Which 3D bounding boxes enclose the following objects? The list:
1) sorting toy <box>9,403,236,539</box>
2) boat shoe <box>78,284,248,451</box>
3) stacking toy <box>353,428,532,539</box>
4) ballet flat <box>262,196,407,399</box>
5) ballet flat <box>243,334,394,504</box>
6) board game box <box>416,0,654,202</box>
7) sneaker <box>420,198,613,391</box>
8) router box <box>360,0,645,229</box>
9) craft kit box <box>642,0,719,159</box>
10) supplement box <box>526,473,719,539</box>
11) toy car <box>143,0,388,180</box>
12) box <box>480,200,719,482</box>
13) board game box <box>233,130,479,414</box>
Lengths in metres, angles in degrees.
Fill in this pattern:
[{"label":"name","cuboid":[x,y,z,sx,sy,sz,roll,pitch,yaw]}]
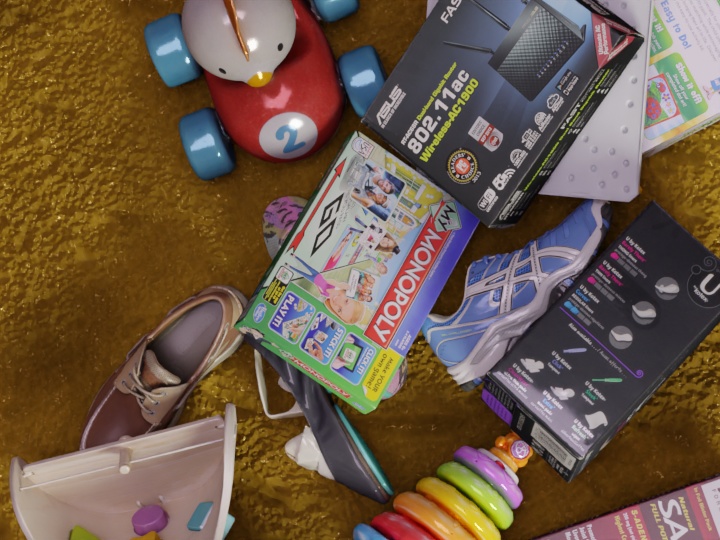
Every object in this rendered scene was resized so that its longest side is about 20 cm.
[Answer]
[{"label":"sorting toy","cuboid":[-0.185,0.224,1.726,0.200,0.107,0.180,-14,38,8]},{"label":"boat shoe","cuboid":[-0.176,0.090,1.798,0.076,0.072,0.200,38,91,10]},{"label":"stacking toy","cuboid":[0.094,0.191,1.747,0.116,0.110,0.200,40,77,8]},{"label":"ballet flat","cuboid":[-0.023,0.020,1.781,0.069,0.071,0.200,-30,81,6]},{"label":"ballet flat","cuboid":[-0.043,0.122,1.777,0.073,0.073,0.200,-30,74,5]},{"label":"board game box","cuboid":[0.148,-0.166,1.753,0.200,0.026,0.200,7,96,26]},{"label":"sneaker","cuboid":[0.133,0.008,1.756,0.077,0.076,0.200,44,91,5]},{"label":"router box","cuboid":[0.116,-0.157,1.720,0.150,0.062,0.200,40,109,19]},{"label":"craft kit box","cuboid":[0.242,-0.207,1.776,0.197,0.049,0.200,-27,82,8]},{"label":"supplement box","cuboid":[0.230,0.249,1.730,0.200,0.061,0.109,-21,82,5]},{"label":"toy car","cuboid":[-0.090,-0.184,1.743,0.184,0.200,0.177,-21,83,7]},{"label":"box","cuboid":[0.204,0.060,1.701,0.106,0.122,0.200,43,80,10]},{"label":"board game box","cuboid":[0.000,0.000,1.743,0.135,0.029,0.200,34,67,-10]}]
